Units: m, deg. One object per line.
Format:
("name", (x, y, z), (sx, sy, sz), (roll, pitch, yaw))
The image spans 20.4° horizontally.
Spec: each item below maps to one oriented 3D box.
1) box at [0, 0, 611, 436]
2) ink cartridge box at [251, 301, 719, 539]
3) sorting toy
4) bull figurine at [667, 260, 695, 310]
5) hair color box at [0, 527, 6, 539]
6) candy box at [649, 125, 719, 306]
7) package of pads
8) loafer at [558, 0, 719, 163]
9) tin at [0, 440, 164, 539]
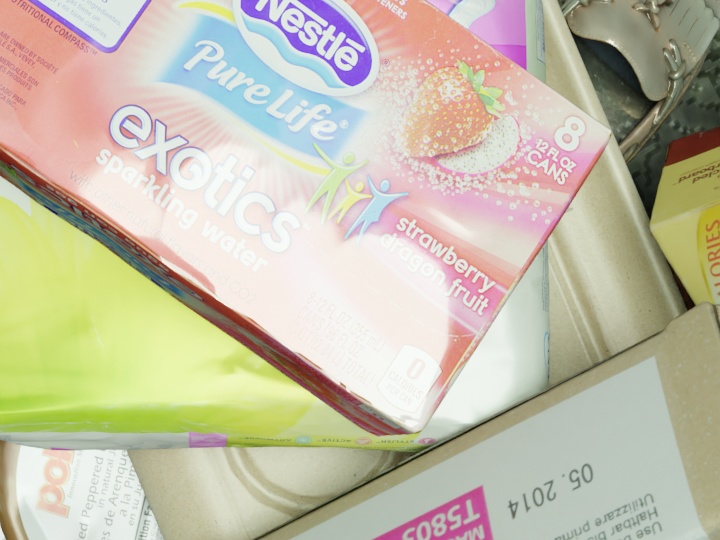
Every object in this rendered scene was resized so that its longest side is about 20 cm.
("box", (-0.043, -0.049, 0.569), (0.199, 0.095, 0.103), (34, 83, -2))
("ink cartridge box", (0.073, 0.117, 0.647), (0.199, 0.076, 0.165), (-29, 136, 23))
("sorting toy", (0.000, 0.000, 0.704), (0.199, 0.036, 0.186), (-23, 89, -6))
("bull figurine", (0.143, 0.014, 0.754), (0.199, 0.065, 0.122), (-31, 103, 37))
("hair color box", (-0.111, 0.155, 0.771), (0.099, 0.061, 0.201), (-36, 99, -5))
("candy box", (0.195, 0.028, 0.673), (0.116, 0.057, 0.201), (-20, 117, 30))
("package of pads", (-0.038, -0.018, 0.648), (0.198, 0.068, 0.156), (0, 86, -5))
("loafer", (0.091, -0.068, 0.777), (0.072, 0.063, 0.201), (33, 90, -8))
("tin", (-0.036, 0.082, 0.731), (0.198, 0.042, 0.113), (13, 87, -10))
